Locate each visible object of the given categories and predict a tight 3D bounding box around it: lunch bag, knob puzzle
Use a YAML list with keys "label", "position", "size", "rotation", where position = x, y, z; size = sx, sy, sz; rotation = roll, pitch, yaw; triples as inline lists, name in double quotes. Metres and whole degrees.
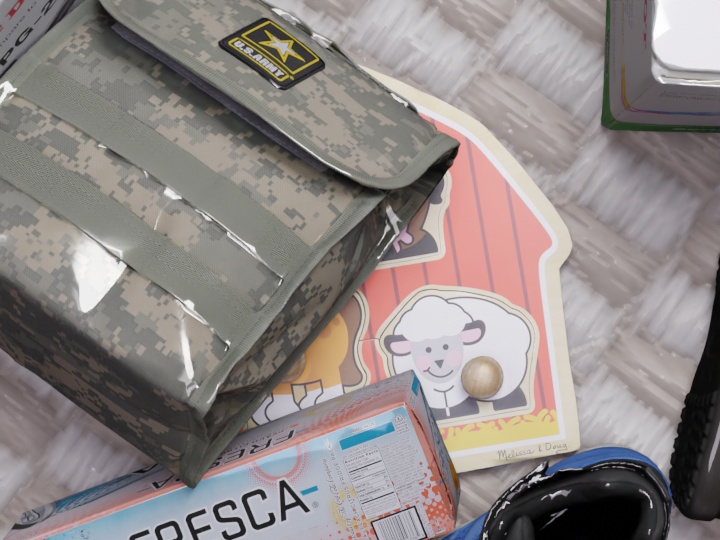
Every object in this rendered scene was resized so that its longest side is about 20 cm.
- label: "lunch bag"
  position: [-0.072, -0.038, 0.996]
  size: [0.164, 0.118, 0.200]
  rotation: [35, 66, 9]
- label: "knob puzzle"
  position: [0.000, 0.000, 1.065]
  size: [0.219, 0.030, 0.220]
  rotation: [0, 88, 2]

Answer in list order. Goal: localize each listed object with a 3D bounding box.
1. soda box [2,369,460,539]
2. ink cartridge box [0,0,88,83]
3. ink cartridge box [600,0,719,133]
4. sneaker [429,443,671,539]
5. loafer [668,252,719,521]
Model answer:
- label: "soda box"
  position: [-0.057, 0.111, 1.031]
  size: [0.200, 0.068, 0.064]
  rotation: [-20, 98, 7]
- label: "ink cartridge box"
  position: [-0.170, -0.119, 0.990]
  size: [0.083, 0.200, 0.145]
  rotation: [39, 90, 3]
- label: "ink cartridge box"
  position: [0.154, -0.138, 0.979]
  size: [0.087, 0.200, 0.146]
  rotation: [3, 88, 2]
- label: "sneaker"
  position: [0.053, 0.147, 1.018]
  size: [0.200, 0.111, 0.077]
  rotation: [-34, 86, 1]
- label: "loafer"
  position: [0.198, 0.021, 1.044]
  size: [0.071, 0.073, 0.200]
  rotation: [16, 94, -7]
